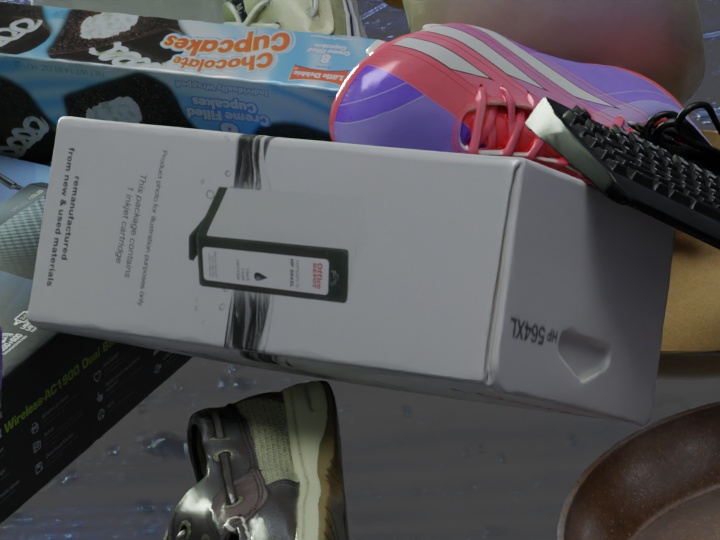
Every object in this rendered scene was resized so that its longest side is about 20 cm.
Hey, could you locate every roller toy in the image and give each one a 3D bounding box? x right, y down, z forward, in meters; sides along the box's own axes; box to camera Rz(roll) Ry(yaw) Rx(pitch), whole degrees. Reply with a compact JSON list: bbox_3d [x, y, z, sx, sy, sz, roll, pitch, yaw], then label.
[{"bbox_3d":[0.072,-0.153,1.290,0.139,0.201,0.183,-14,21,3],"label":"roller toy"}]

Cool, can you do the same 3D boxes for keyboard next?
[{"bbox_3d":[0.146,-0.031,1.073,0.199,0.040,0.104,23,13,-39],"label":"keyboard"}]

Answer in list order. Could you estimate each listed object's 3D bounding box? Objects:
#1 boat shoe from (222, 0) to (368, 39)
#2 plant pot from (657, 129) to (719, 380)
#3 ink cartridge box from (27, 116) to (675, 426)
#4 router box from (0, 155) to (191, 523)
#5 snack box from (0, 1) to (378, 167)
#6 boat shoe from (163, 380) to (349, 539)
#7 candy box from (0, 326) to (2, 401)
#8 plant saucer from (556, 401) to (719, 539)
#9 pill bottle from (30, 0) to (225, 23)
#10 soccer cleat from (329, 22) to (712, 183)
[{"bbox_3d":[-0.037,-0.112,1.286,0.062,0.072,0.201,23,48,-38],"label":"boat shoe"},{"bbox_3d":[0.134,-0.005,1.201,0.199,0.028,0.200,-1,29,0],"label":"plant pot"},{"bbox_3d":[0.000,0.000,1.057,0.199,0.085,0.146,6,-4,30],"label":"ink cartridge box"},{"bbox_3d":[-0.167,0.025,1.127,0.149,0.062,0.200,13,32,27],"label":"router box"},{"bbox_3d":[-0.084,-0.054,1.205,0.199,0.117,0.037,7,47,16],"label":"snack box"},{"bbox_3d":[-0.036,0.101,0.983,0.066,0.072,0.201,-7,24,2],"label":"boat shoe"},{"bbox_3d":[-0.202,0.061,0.951,0.071,0.169,0.200,-13,29,-35],"label":"candy box"},{"bbox_3d":[0.168,0.108,0.989,0.199,0.035,0.201,-1,29,0],"label":"plant saucer"},{"bbox_3d":[-0.103,-0.167,1.418,0.110,0.112,0.200,-2,29,0],"label":"pill bottle"},{"bbox_3d":[0.072,-0.057,1.155,0.199,0.067,0.076,3,23,-48],"label":"soccer cleat"}]
